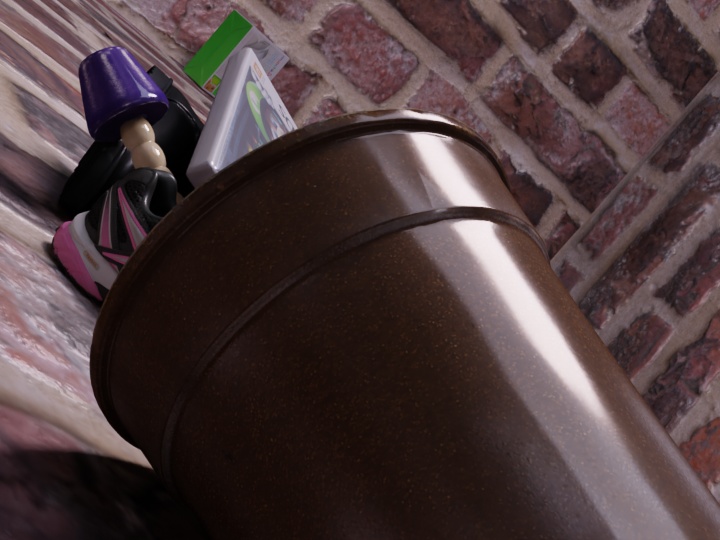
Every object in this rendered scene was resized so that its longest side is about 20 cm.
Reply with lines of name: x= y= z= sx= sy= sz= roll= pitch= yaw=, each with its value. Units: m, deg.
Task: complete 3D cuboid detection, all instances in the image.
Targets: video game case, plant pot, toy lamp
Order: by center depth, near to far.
plant pot: x=0.027 y=0.077 z=0.429 sx=0.200 sy=0.200 sz=0.198 roll=34 pitch=16 yaw=-53
toy lamp: x=-0.128 y=-0.050 z=0.729 sx=0.201 sy=0.058 sz=0.058 roll=66 pitch=9 yaw=8
video game case: x=-0.054 y=-0.046 z=0.807 sx=0.182 sy=0.023 sz=0.200 roll=59 pitch=18 yaw=-27

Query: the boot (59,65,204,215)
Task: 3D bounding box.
boot: x=-0.126 y=-0.061 z=0.851 sx=0.162 sy=0.073 sz=0.198 roll=41 pitch=27 yaw=-17

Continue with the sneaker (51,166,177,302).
sneaker: x=-0.092 y=0.014 z=0.645 sx=0.200 sy=0.086 sz=0.080 roll=43 pitch=7 yaw=16

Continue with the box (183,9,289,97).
box: x=-0.309 y=-0.516 z=2.802 sx=0.097 sy=0.200 sz=0.176 roll=45 pitch=6 yaw=34
